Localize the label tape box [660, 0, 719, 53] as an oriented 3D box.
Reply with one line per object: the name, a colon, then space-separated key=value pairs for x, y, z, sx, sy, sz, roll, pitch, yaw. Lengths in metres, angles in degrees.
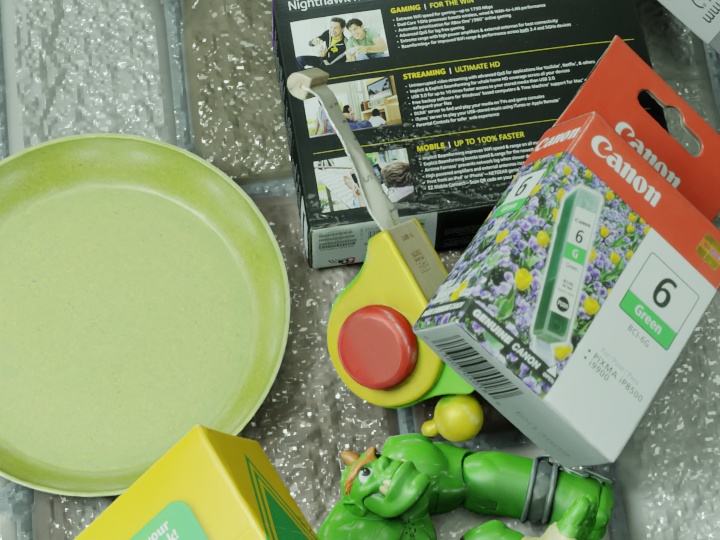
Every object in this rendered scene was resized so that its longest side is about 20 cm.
label tape box: x=0.240 y=-0.173 z=1.176 sx=0.200 sy=0.063 sz=0.144 roll=42 pitch=58 yaw=3

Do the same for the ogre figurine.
ogre figurine: x=0.033 y=0.144 z=1.044 sx=0.119 sy=0.098 sz=0.201 roll=22 pitch=60 yaw=19

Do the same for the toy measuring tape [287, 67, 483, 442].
toy measuring tape: x=0.000 y=0.000 z=1.091 sx=0.073 sy=0.074 sz=0.201 roll=-28 pitch=85 yaw=-13

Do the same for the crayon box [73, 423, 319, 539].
crayon box: x=-0.084 y=0.197 z=0.919 sx=0.200 sy=0.058 sz=0.173 roll=-42 pitch=59 yaw=14

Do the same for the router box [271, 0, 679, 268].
router box: x=0.059 y=-0.090 z=1.171 sx=0.198 sy=0.051 sz=0.150 roll=-7 pitch=65 yaw=-4

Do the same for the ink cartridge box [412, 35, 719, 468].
ink cartridge box: x=0.124 y=-0.015 z=1.075 sx=0.109 sy=0.050 sz=0.201 roll=41 pitch=68 yaw=-15

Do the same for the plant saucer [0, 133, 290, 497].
plant saucer: x=-0.135 y=0.025 z=1.131 sx=0.198 sy=0.031 sz=0.202 roll=1 pitch=67 yaw=-2
